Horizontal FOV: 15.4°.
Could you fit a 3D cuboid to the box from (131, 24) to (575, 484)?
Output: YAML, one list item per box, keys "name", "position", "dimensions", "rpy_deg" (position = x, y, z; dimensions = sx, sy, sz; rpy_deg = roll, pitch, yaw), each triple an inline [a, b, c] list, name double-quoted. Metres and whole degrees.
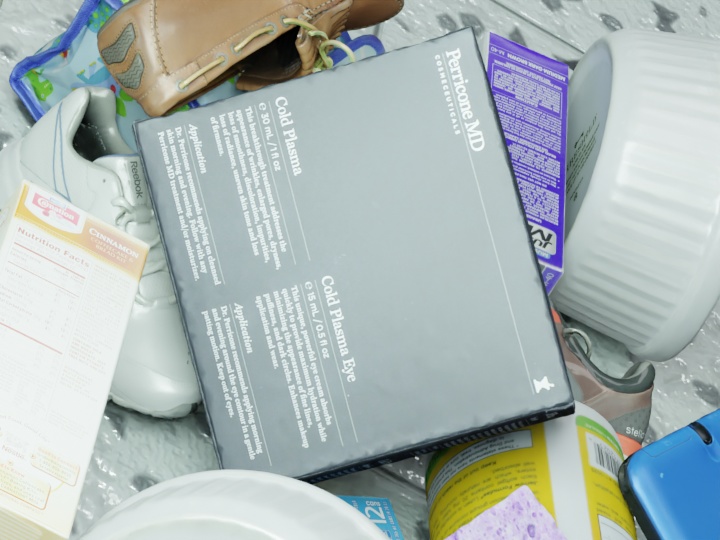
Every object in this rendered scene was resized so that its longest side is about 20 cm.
- name: "box"
  position: [0.000, 0.000, 1.369]
  dimensions: [0.104, 0.181, 0.201]
  rpy_deg: [35, 41, -83]

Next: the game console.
- name: "game console"
  position: [0.214, 0.184, 1.472]
  dimensions: [0.170, 0.118, 0.201]
  rpy_deg: [-22, 78, -40]

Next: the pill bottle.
- name: "pill bottle"
  position: [0.094, 0.173, 1.392]
  dimensions: [0.110, 0.111, 0.201]
  rpy_deg: [21, 40, -23]

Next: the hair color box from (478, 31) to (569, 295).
- name: "hair color box"
  position: [0.075, -0.038, 1.598]
  dimensions: [0.064, 0.110, 0.201]
  rpy_deg: [22, 39, -11]

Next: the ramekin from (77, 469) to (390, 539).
- name: "ramekin"
  position: [-0.063, 0.185, 1.154]
  dimensions: [0.203, 0.202, 0.094]
  rpy_deg: [47, 1, 12]

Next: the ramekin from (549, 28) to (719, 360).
- name: "ramekin"
  position: [0.169, -0.053, 1.626]
  dimensions: [0.094, 0.203, 0.203]
  rpy_deg: [16, 40, -9]

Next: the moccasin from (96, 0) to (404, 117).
- name: "moccasin"
  position: [-0.048, -0.123, 1.425]
  dimensions: [0.201, 0.074, 0.078]
  rpy_deg: [-19, 77, -50]

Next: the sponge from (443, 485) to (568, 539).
- name: "sponge"
  position: [0.039, 0.193, 1.257]
  dimensions: [0.199, 0.030, 0.112]
  rpy_deg: [-29, 74, -35]

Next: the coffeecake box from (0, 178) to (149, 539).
- name: "coffeecake box"
  position: [-0.177, 0.082, 1.220]
  dimensions: [0.073, 0.154, 0.201]
  rpy_deg: [28, 37, -14]

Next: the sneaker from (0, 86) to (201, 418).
- name: "sneaker"
  position: [-0.133, -0.011, 1.415]
  dimensions: [0.074, 0.087, 0.201]
  rpy_deg: [-4, 54, -44]

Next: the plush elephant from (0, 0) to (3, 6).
- name: "plush elephant"
  position: [-0.264, -0.180, 1.423]
  dimensions: [0.164, 0.155, 0.201]
  rpy_deg: [31, 36, -10]

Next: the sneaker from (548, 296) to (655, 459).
- name: "sneaker"
  position: [0.075, 0.048, 1.503]
  dimensions: [0.199, 0.082, 0.077]
  rpy_deg: [22, -5, -7]

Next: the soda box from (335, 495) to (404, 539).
- name: "soda box"
  position: [0.003, 0.209, 1.314]
  dimensions: [0.067, 0.064, 0.201]
  rpy_deg: [7, 46, -35]

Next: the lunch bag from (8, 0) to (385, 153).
- name: "lunch bag"
  position: [-0.071, -0.086, 1.527]
  dimensions: [0.201, 0.127, 0.170]
  rpy_deg: [54, 39, -1]
